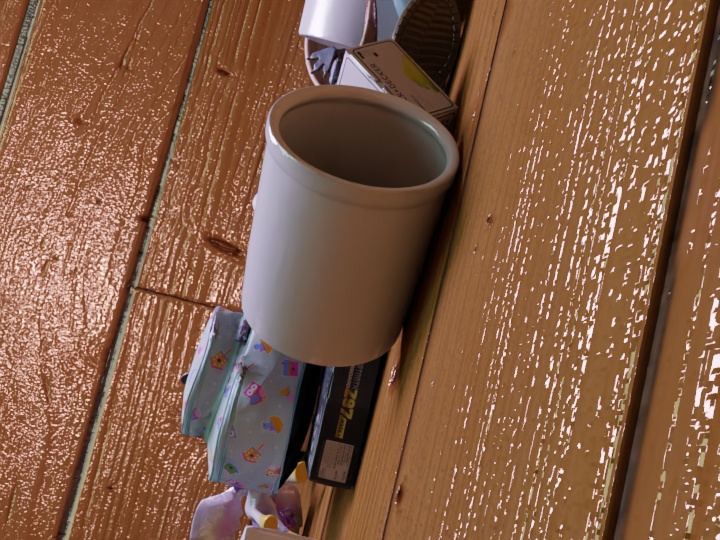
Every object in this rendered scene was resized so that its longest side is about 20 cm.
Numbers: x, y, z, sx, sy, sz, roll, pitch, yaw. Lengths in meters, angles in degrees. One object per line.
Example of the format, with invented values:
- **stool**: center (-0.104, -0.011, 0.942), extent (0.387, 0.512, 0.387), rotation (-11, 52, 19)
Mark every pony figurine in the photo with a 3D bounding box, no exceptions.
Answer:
- **pony figurine**: center (-0.135, 0.312, 1.550), extent (0.200, 0.166, 0.194), rotation (20, 110, 62)

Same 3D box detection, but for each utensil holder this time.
- **utensil holder**: center (-0.015, -0.038, 1.035), extent (0.170, 0.169, 0.200), rotation (-81, 4, -54)
- **utensil holder**: center (0.026, -0.368, 1.425), extent (0.170, 0.169, 0.201), rotation (-106, 31, -81)

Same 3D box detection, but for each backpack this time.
- **backpack**: center (-0.122, 0.146, 1.294), extent (0.176, 0.153, 0.201), rotation (114, 162, -60)

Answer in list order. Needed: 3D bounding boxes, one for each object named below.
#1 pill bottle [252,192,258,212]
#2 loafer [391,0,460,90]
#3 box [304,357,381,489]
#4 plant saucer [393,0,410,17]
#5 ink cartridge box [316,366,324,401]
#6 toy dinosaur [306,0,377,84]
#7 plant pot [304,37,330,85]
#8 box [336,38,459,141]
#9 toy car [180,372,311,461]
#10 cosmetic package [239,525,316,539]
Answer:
- **pill bottle**: center (-0.081, -0.035, 1.735), extent (0.116, 0.116, 0.201), rotation (-85, -21, -66)
- **loafer**: center (0.055, -0.201, 1.232), extent (0.067, 0.076, 0.201), rotation (-143, 68, -79)
- **box**: center (-0.015, 0.122, 1.232), extent (0.158, 0.051, 0.201), rotation (162, 121, -85)
- **plant saucer**: center (0.083, -0.363, 1.275), extent (0.200, 0.036, 0.200), rotation (-60, -8, -15)
- **ink cartridge box**: center (-0.059, 0.093, 1.514), extent (0.198, 0.047, 0.201), rotation (-6, -67, -71)
- **toy dinosaur**: center (0.018, -0.179, 1.292), extent (0.200, 0.105, 0.181), rotation (-51, -33, 8)
- **plant pot**: center (0.027, -0.317, 1.584), extent (0.093, 0.200, 0.202), rotation (9, -83, -53)
- **box**: center (0.018, -0.117, 1.158), extent (0.117, 0.060, 0.200), rotation (50, 144, 28)
- **toy car**: center (-0.160, 0.194, 1.661), extent (0.158, 0.199, 0.165), rotation (-83, -6, -61)
- **cosmetic package**: center (-0.088, 0.326, 1.192), extent (0.200, 0.101, 0.074), rotation (117, 167, -66)
